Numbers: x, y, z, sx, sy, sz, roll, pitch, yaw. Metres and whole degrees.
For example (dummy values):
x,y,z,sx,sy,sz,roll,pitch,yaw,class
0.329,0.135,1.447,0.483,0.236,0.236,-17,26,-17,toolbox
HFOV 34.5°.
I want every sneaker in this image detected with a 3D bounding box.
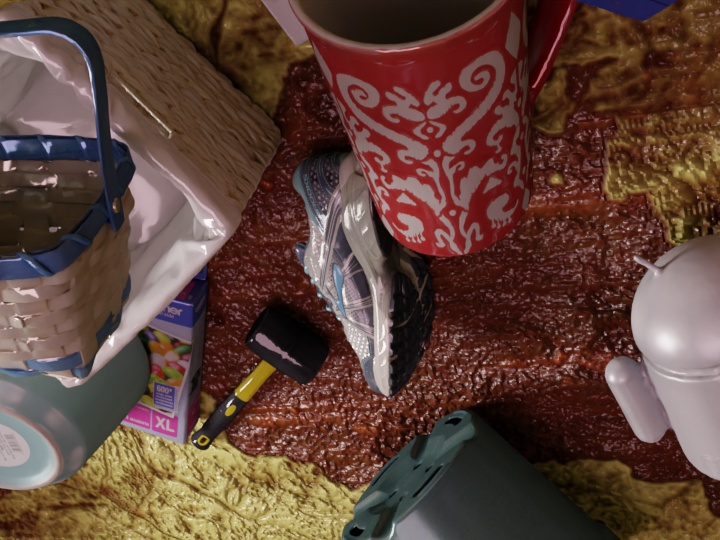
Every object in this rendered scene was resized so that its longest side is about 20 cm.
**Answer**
x,y,z,sx,sy,sz,roll,pitch,yaw,class
0.000,0.000,0.864,0.085,0.078,0.203,7,121,30,sneaker

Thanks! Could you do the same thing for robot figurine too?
x,y,z,sx,sy,sz,roll,pitch,yaw,class
0.251,0.059,0.776,0.167,0.113,0.202,-25,115,11,robot figurine

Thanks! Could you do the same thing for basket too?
x,y,z,sx,sy,sz,roll,pitch,yaw,class
-0.190,-0.072,0.801,0.198,0.162,0.199,43,121,-13,basket
-0.216,-0.043,0.647,0.173,0.140,0.203,4,129,9,basket

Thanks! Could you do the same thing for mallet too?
x,y,z,sx,sy,sz,roll,pitch,yaw,class
-0.089,0.108,0.993,0.065,0.041,0.201,28,134,-5,mallet

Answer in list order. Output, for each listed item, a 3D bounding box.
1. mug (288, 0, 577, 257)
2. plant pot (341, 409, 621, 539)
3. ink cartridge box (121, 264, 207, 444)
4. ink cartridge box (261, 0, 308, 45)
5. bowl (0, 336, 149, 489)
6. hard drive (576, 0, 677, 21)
x,y,z,sx,sy,sz,roll,pitch,yaw,class
0.063,-0.114,0.691,0.174,0.135,0.201,-14,143,4,mug
0.100,0.232,0.920,0.196,0.201,0.200,46,127,-7,plant pot
-0.192,0.053,0.986,0.117,0.042,0.203,17,127,8,ink cartridge box
-0.031,-0.262,0.690,0.175,0.045,0.201,-26,113,35,ink cartridge box
-0.279,0.101,0.938,0.197,0.106,0.203,5,135,5,bowl
0.206,-0.196,0.601,0.198,0.131,0.026,-28,78,34,hard drive
